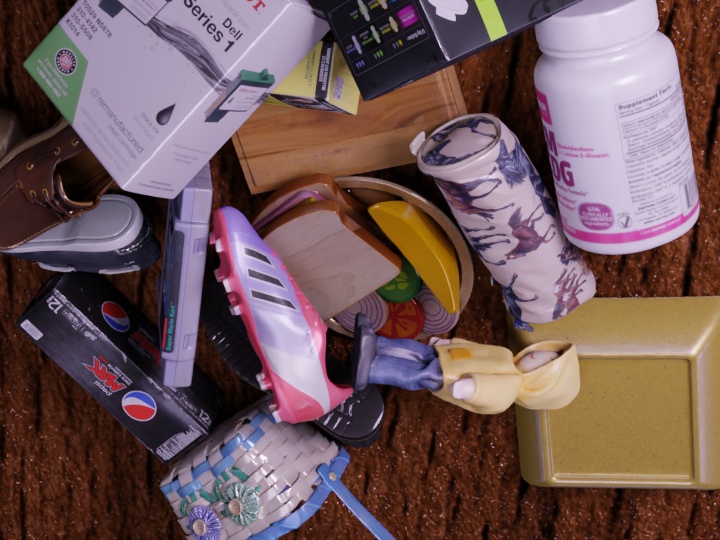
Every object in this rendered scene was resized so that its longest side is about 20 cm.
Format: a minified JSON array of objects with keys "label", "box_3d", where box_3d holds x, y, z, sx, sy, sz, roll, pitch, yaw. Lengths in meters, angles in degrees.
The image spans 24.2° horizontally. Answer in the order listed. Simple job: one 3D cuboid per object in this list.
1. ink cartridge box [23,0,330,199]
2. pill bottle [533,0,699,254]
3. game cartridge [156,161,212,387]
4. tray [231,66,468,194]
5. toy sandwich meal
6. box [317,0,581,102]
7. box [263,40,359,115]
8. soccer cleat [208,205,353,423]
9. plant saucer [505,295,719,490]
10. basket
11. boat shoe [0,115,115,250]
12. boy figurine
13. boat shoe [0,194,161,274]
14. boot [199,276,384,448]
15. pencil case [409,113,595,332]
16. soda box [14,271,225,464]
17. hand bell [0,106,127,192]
[{"label":"ink cartridge box","box_3d":[-0.141,-0.178,1.305,0.200,0.084,0.146,-46,72,15]},{"label":"pill bottle","box_3d":[0.200,-0.125,1.332,0.113,0.114,0.201,-6,116,16]},{"label":"game cartridge","box_3d":[-0.157,-0.013,1.468,0.038,0.130,0.201,5,120,-7]},{"label":"tray","box_3d":[-0.013,-0.131,1.424,0.199,0.037,0.099,-11,116,17]},{"label":"toy sandwich meal","box_3d":[0.000,0.000,1.455,0.204,0.070,0.206,9,131,10]},{"label":"box","box_3d":[0.044,-0.250,1.227,0.124,0.148,0.201,-18,98,59]},{"label":"box","box_3d":[-0.102,-0.167,1.377,0.199,0.075,0.050,10,89,19]},{"label":"soccer cleat","box_3d":[-0.069,0.033,1.414,0.076,0.067,0.201,-21,104,-9]},{"label":"plant saucer","box_3d":[0.232,0.122,1.501,0.199,0.049,0.201,-1,118,14]},{"label":"basket","box_3d":[-0.080,0.232,1.579,0.176,0.139,0.200,-36,102,34]},{"label":"boat shoe","box_3d":[-0.255,-0.077,1.424,0.200,0.068,0.072,-37,133,23]},{"label":"boy figurine","box_3d":[0.091,0.084,1.427,0.199,0.124,0.065,6,104,-2]},{"label":"boat shoe","box_3d":[-0.270,-0.030,1.512,0.199,0.076,0.060,9,149,32]},{"label":"boot","box_3d":[-0.063,0.094,1.532,0.200,0.138,0.077,43,81,12]},{"label":"pencil case","box_3d":[0.118,-0.042,1.395,0.089,0.078,0.200,-12,129,30]},{"label":"soda box","box_3d":[-0.223,0.084,1.571,0.063,0.071,0.200,-37,105,27]},{"label":"hand bell","box_3d":[-0.278,-0.102,1.487,0.199,0.104,0.104,16,122,-11]}]
